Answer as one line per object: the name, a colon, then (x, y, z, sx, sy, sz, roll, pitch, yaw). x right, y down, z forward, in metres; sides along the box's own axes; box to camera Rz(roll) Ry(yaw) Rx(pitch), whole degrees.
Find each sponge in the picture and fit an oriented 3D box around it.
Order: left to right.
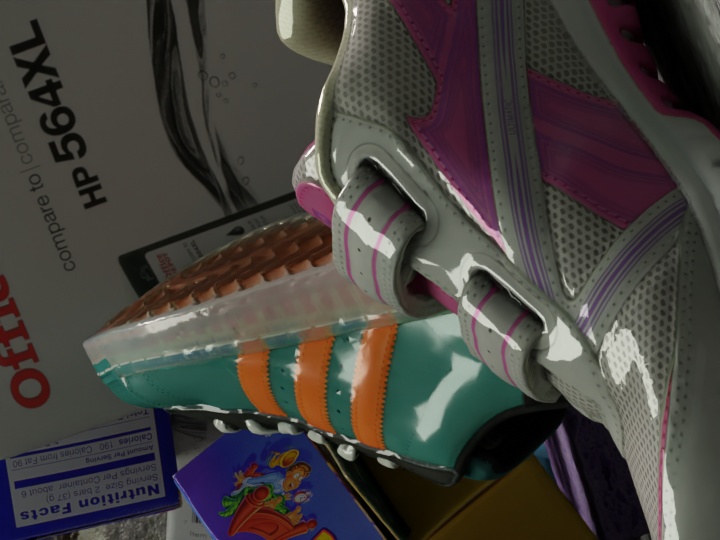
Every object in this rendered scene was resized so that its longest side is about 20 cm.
sponge: (0.080, 0.044, 0.963, 0.200, 0.030, 0.112, 89, 161, -86)

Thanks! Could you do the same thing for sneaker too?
sneaker: (0.006, 0.026, 0.694, 0.071, 0.200, 0.080, -39, -70, -45)
sneaker: (0.035, -0.011, 0.551, 0.081, 0.088, 0.200, 71, 178, -61)

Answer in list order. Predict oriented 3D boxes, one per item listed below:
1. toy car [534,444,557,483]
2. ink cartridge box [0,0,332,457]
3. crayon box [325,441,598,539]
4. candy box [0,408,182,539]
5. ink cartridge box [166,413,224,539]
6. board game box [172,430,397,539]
toy car: (-0.010, 0.092, 1.183, 0.200, 0.184, 0.177, 59, -173, 3)
ink cartridge box: (-0.050, -0.046, 0.800, 0.084, 0.199, 0.146, -112, 1, -71)
crayon box: (0.060, 0.105, 0.846, 0.200, 0.052, 0.126, 51, 180, -19)
candy box: (-0.124, -0.023, 0.941, 0.169, 0.077, 0.201, -127, 29, -68)
ink cartridge box: (-0.012, 0.035, 0.955, 0.067, 0.115, 0.201, -85, 1, -51)
board game box: (0.027, 0.141, 0.853, 0.135, 0.045, 0.200, 51, 180, 38)
